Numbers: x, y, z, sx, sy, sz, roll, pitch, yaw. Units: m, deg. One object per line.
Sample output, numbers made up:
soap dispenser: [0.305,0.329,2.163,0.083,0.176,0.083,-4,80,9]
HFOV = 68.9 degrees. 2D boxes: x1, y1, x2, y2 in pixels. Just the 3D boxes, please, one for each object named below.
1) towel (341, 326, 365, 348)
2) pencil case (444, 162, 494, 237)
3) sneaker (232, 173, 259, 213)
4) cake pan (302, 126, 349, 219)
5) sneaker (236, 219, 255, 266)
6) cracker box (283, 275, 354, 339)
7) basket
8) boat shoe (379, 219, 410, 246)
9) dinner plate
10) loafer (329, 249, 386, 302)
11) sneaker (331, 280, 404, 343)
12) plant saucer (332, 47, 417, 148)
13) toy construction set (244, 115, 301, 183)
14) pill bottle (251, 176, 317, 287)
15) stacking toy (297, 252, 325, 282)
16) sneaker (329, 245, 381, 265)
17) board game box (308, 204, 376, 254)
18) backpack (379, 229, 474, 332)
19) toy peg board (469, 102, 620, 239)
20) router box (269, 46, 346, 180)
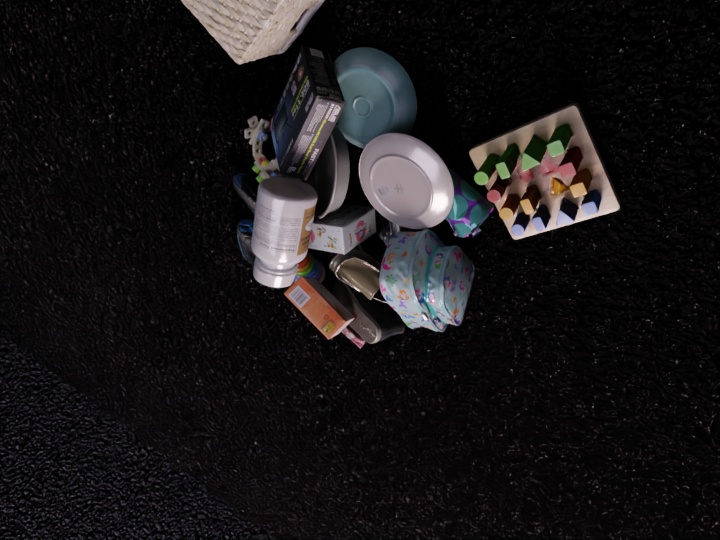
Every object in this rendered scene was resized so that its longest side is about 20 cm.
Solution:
towel: [-0.068,0.118,1.337,0.200,0.023,0.144,42,178,-1]
pencil case: [0.156,-0.150,1.004,0.200,0.085,0.092,42,107,-1]
sneaker: [-0.240,-0.146,1.268,0.200,0.073,0.082,47,135,-6]
cake pan: [-0.075,-0.206,1.070,0.200,0.037,0.200,14,105,62]
sneaker: [-0.250,-0.035,1.338,0.200,0.073,0.082,58,147,15]
cracker box: [-0.085,0.080,1.160,0.134,0.200,0.058,45,92,6]
basket: [-0.187,-0.500,0.909,0.200,0.161,0.198,48,133,-10]
boat shoe: [0.074,-0.071,1.124,0.066,0.075,0.199,3,134,24]
dinner plate: [0.078,-0.158,0.978,0.200,0.024,0.200,23,137,24]
loafer: [0.021,0.018,1.129,0.200,0.070,0.075,24,114,-35]
sneaker: [0.015,0.099,1.298,0.200,0.106,0.075,50,126,32]
plant saucer: [0.010,-0.319,1.006,0.200,0.036,0.200,17,130,21]
toy construction set: [-0.197,-0.231,1.133,0.092,0.131,0.200,-32,64,9]
pill bottle: [-0.156,-0.073,1.039,0.114,0.114,0.200,23,120,16]
stacking toy: [-0.142,-0.017,1.228,0.085,0.085,0.200,25,169,14]
sneaker: [0.000,0.000,1.212,0.200,0.091,0.066,47,135,-7]
board game box: [-0.087,-0.101,1.149,0.200,0.148,0.064,9,116,27]
backpack: [0.130,0.016,1.049,0.150,0.178,0.200,-3,147,40]
toy peg board: [0.306,-0.145,0.905,0.200,0.098,0.199,-17,112,40]
router box: [-0.109,-0.300,1.015,0.200,0.062,0.150,-54,43,44]
